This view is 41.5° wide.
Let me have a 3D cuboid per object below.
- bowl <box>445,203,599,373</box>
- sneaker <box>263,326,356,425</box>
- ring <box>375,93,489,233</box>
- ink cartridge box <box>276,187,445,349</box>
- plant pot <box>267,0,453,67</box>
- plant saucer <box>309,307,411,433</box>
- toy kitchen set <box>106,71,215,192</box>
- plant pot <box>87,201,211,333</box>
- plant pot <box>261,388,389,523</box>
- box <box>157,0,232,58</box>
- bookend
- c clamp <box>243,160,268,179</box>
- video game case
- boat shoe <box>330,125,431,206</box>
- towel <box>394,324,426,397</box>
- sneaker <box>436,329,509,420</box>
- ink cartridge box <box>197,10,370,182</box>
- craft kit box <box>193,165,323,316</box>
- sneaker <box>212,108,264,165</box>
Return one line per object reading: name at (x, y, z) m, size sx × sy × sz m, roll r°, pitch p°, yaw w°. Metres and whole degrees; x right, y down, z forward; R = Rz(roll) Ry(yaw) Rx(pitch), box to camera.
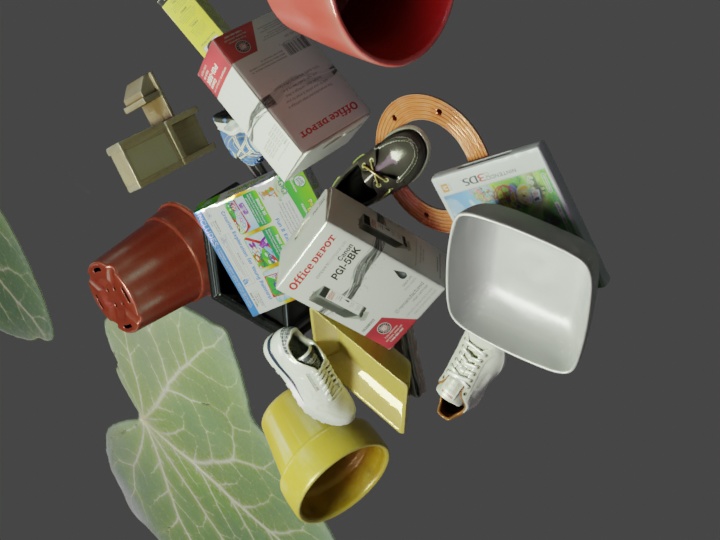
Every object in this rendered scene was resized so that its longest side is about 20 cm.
bowl at (0.207, 0.012, 1.191) m, size 0.198 × 0.075 × 0.202 m, roll 24°, pitch 136°, yaw 26°
sneaker at (-0.072, 0.175, 1.548) m, size 0.200 × 0.077 × 0.080 m, roll 47°, pitch 141°, yaw -13°
ring at (0.101, -0.144, 1.281) m, size 0.199 × 0.019 × 0.203 m, roll 27°, pitch 135°, yaw 30°
ink cartridge box at (0.000, 0.000, 1.334) m, size 0.198 × 0.084 × 0.147 m, roll 28°, pitch 125°, yaw -18°
plant pot at (-0.013, -0.349, 1.120) m, size 0.176 × 0.199 × 0.203 m, roll 19°, pitch 132°, yaw 48°
plant saucer at (0.010, 0.145, 1.495) m, size 0.199 × 0.048 × 0.201 m, roll 38°, pitch 157°, yaw 20°
toy kitchen set at (-0.393, -0.228, 1.619) m, size 0.198 × 0.180 × 0.165 m, roll -13°, pitch 107°, yaw 46°
plant pot at (-0.391, 0.005, 1.786) m, size 0.199 × 0.194 × 0.203 m, roll 28°, pitch 136°, yaw 30°
plant pot at (-0.077, 0.312, 1.700) m, size 0.189 × 0.198 × 0.203 m, roll 49°, pitch 146°, yaw 33°
box at (-0.212, -0.338, 1.418) m, size 0.050 × 0.075 × 0.201 m, roll -42°, pitch 85°, yaw 13°
bookend at (-0.165, -0.013, 1.610) m, size 0.198 × 0.092 × 0.201 m, roll 27°, pitch 135°, yaw 30°
c clamp at (-0.132, -0.177, 1.507) m, size 0.172 × 0.027 × 0.200 m, roll 54°, pitch 144°, yaw 12°
video game case at (0.202, -0.054, 1.216) m, size 0.180 × 0.022 × 0.202 m, roll -11°, pitch 114°, yaw 48°
boat shoe at (0.024, -0.131, 1.308) m, size 0.072 × 0.060 × 0.201 m, roll 54°, pitch 143°, yaw 0°
towel at (0.014, 0.104, 1.557) m, size 0.189 × 0.032 × 0.203 m, roll 12°, pitch 125°, yaw 42°
sneaker at (0.160, 0.150, 1.390) m, size 0.072 × 0.084 × 0.202 m, roll 35°, pitch 138°, yaw 25°
ink cartridge box at (-0.105, -0.245, 1.320) m, size 0.201 × 0.146 × 0.083 m, roll 51°, pitch 144°, yaw 5°
craft kit box at (-0.129, -0.050, 1.487) m, size 0.195 × 0.049 × 0.202 m, roll -19°, pitch 112°, yaw 20°
sneaker at (-0.146, -0.201, 1.435) m, size 0.199 × 0.075 × 0.078 m, roll 22°, pitch 134°, yaw 50°
